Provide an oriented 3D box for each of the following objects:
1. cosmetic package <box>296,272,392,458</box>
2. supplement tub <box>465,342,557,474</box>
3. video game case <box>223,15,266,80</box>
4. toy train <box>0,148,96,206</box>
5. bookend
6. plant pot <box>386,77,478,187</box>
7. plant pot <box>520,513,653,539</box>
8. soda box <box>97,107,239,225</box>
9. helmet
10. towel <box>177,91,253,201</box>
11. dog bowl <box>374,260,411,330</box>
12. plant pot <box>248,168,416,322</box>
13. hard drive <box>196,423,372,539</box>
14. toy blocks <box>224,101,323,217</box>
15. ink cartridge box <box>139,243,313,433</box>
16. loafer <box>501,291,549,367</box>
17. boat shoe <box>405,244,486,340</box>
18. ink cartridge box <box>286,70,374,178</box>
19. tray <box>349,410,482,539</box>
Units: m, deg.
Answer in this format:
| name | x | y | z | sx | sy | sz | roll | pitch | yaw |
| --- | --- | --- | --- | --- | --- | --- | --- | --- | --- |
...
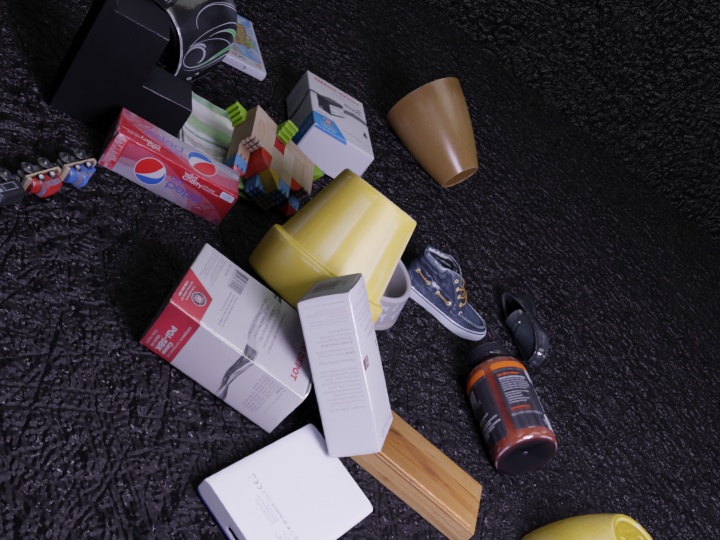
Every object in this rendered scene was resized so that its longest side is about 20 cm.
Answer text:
| name | x | y | z | sx | sy | sz | roll | pitch | yaw |
| --- | --- | --- | --- | --- | --- | --- | --- | --- | --- |
| cosmetic package | -0.016 | 0.116 | 1.058 | 0.102 | 0.073 | 0.203 | -52 | 130 | -72 |
| supplement tub | 0.231 | 0.212 | 1.354 | 0.106 | 0.107 | 0.202 | 21 | 36 | -34 |
| video game case | -0.283 | -0.482 | 1.716 | 0.180 | 0.022 | 0.202 | 21 | 36 | -36 |
| toy train | -0.400 | -0.115 | 1.068 | 0.046 | 0.034 | 0.200 | 48 | 29 | 3 |
| bookend | -0.316 | -0.293 | 1.239 | 0.197 | 0.200 | 0.093 | 23 | 34 | -30 |
| plant pot | 0.182 | -0.298 | 1.923 | 0.185 | 0.185 | 0.202 | -9 | 71 | -55 |
| plant pot | 0.332 | 0.417 | 1.171 | 0.198 | 0.142 | 0.201 | 30 | 31 | -20 |
| soda box | -0.275 | -0.149 | 1.241 | 0.198 | 0.063 | 0.071 | 29 | 32 | -26 |
| helmet | -0.304 | -0.428 | 1.465 | 0.200 | 0.200 | 0.191 | 43 | 46 | 1 |
| towel | -0.238 | -0.211 | 1.404 | 0.148 | 0.031 | 0.202 | 23 | 35 | -31 |
| dog bowl | 0.000 | 0.000 | 1.395 | 0.199 | 0.059 | 0.201 | 32 | 30 | -21 |
| plant pot | -0.027 | -0.030 | 1.199 | 0.200 | 0.190 | 0.201 | 37 | 4 | -3 |
| hard drive | -0.081 | 0.263 | 0.976 | 0.132 | 0.025 | 0.199 | 51 | 30 | 14 |
| toy blocks | -0.145 | -0.163 | 1.382 | 0.200 | 0.099 | 0.138 | 43 | 37 | -36 |
| ink cartridge box | -0.153 | 0.083 | 1.063 | 0.199 | 0.083 | 0.147 | 38 | 28 | -11 |
| loafer | 0.310 | 0.110 | 1.636 | 0.070 | 0.069 | 0.202 | 24 | 28 | -16 |
| boat shoe | 0.165 | 0.042 | 1.511 | 0.199 | 0.091 | 0.071 | 35 | 29 | -15 |
| ink cartridge box | -0.062 | -0.278 | 1.659 | 0.144 | 0.084 | 0.202 | 26 | 33 | -28 |
| tray | 0.077 | 0.270 | 1.156 | 0.199 | 0.037 | 0.099 | 40 | 29 | -5 |
